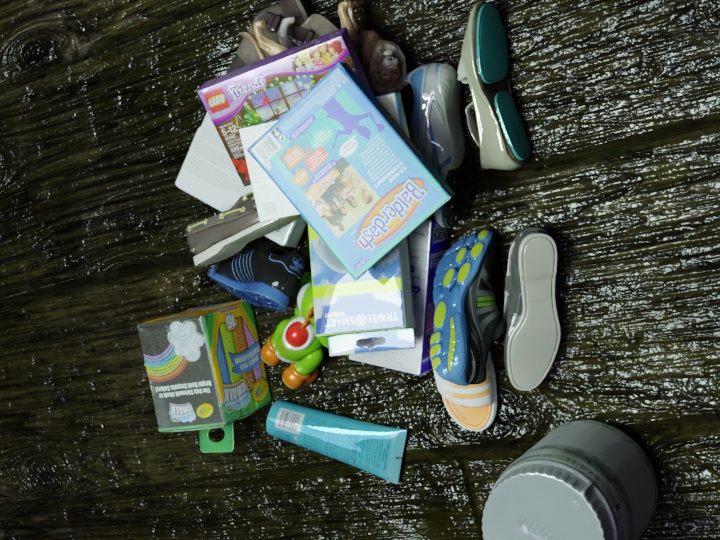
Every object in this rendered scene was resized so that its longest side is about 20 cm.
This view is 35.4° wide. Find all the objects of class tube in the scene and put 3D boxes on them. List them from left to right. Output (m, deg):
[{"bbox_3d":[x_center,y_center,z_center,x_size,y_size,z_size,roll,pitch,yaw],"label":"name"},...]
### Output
[{"bbox_3d":[-0.033,0.228,1.550,0.199,0.050,0.078,15,110,23],"label":"tube"}]

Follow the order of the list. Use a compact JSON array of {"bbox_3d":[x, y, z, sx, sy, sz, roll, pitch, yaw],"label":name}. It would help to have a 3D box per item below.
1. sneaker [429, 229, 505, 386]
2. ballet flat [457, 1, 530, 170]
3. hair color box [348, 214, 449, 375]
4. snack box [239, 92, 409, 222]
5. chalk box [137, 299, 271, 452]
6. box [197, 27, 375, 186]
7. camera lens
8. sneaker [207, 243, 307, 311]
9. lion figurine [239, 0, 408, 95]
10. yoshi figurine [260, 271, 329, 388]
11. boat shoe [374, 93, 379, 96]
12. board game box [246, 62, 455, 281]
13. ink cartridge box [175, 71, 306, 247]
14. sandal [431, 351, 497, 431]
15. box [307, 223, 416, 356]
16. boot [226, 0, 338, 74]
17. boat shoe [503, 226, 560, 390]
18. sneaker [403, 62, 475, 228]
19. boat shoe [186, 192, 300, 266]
[{"bbox_3d":[0.134,0.046,1.375,0.070,0.082,0.201,-13,60,44],"label":"sneaker"},{"bbox_3d":[0.148,-0.216,1.351,0.069,0.069,0.202,-11,94,31],"label":"ballet flat"},{"bbox_3d":[0.049,0.023,1.450,0.109,0.065,0.202,11,105,28],"label":"hair color box"},{"bbox_3d":[-0.037,-0.135,1.351,0.198,0.037,0.117,-10,97,15],"label":"snack box"},{"bbox_3d":[-0.214,0.155,1.597,0.124,0.124,0.202,-8,96,30],"label":"chalk box"},{"bbox_3d":[-0.082,-0.198,1.388,0.199,0.039,0.138,-18,114,18],"label":"box"},{"bbox_3d":[0.244,0.271,1.301,0.159,0.200,0.162,6,103,29],"label":"camera lens"},{"bbox_3d":[-0.138,0.002,1.541,0.199,0.070,0.078,14,70,55],"label":"sneaker"},{"bbox_3d":[-0.045,-0.264,1.408,0.198,0.072,0.124,-11,98,9],"label":"lion figurine"},{"bbox_3d":[-0.054,0.060,1.517,0.113,0.112,0.201,-99,30,-42],"label":"yoshi figurine"},{"bbox_3d":[-0.018,-0.138,1.460,0.073,0.062,0.201,31,113,22],"label":"boat shoe"},{"bbox_3d":[-0.011,-0.114,1.306,0.152,0.045,0.200,-40,89,16],"label":"board game box"},{"bbox_3d":[-0.139,-0.152,1.541,0.199,0.043,0.175,29,99,23],"label":"ink cartridge box"},{"bbox_3d":[0.123,0.105,1.424,0.079,0.059,0.209,0,99,31],"label":"sandal"},{"bbox_3d":[0.000,0.000,1.390,0.121,0.048,0.202,-7,84,19],"label":"box"},{"bbox_3d":[-0.074,-0.254,1.459,0.146,0.070,0.200,-43,86,5],"label":"boot"},{"bbox_3d":[0.207,0.044,1.374,0.066,0.057,0.202,0,106,-6],"label":"boat shoe"},{"bbox_3d":[0.094,-0.152,1.389,0.072,0.072,0.202,-3,95,37],"label":"sneaker"},{"bbox_3d":[-0.148,-0.069,1.484,0.199,0.072,0.060,-26,81,28],"label":"boat shoe"}]
